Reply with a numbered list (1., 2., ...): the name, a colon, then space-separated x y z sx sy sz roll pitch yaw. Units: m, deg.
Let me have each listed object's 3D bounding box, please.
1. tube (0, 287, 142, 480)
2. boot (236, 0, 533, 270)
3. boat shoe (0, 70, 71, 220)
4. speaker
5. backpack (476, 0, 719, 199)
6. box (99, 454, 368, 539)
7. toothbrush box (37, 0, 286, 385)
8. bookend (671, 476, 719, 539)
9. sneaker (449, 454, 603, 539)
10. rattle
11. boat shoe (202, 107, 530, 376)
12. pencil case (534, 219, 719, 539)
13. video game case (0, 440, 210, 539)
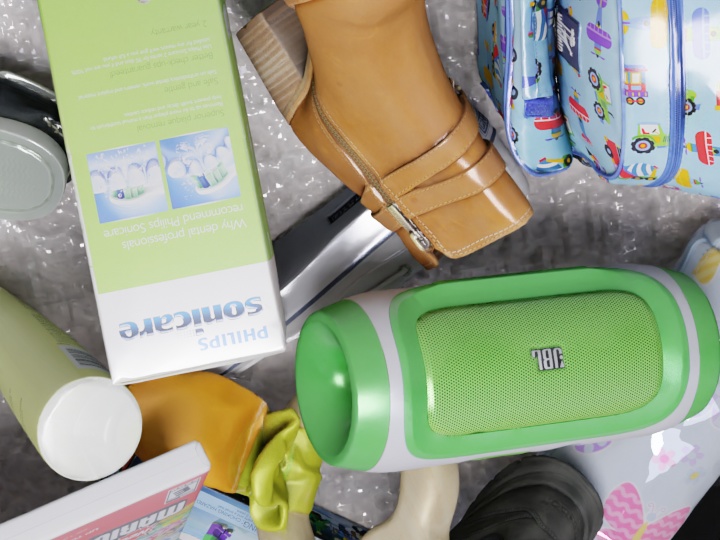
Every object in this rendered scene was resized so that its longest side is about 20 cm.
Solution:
1. tube: -0.159 0.049 1.222 0.052 0.200 0.058 1 106 -22
2. boot: 0.024 -0.078 1.152 0.077 0.200 0.156 -39 94 -28
3. boat shoe: -0.236 -0.079 1.225 0.199 0.060 0.076 20 125 -5
4. speaker: 0.073 0.046 1.215 0.199 0.088 0.089 -6 118 -24
5. backpack: 0.132 -0.120 1.173 0.134 0.200 0.184 -4 117 -5
6. box: -0.071 0.186 1.384 0.199 0.038 0.137 26 109 -18
7. toothbrush box: -0.092 -0.057 1.171 0.086 0.146 0.201 -12 94 -1
8. bookend: 0.195 0.252 1.420 0.198 0.092 0.200 -38 116 13
9. sneaker: 0.041 0.178 1.309 0.076 0.091 0.200 41 118 -1
10. rattle: -0.008 0.120 1.223 0.130 0.200 0.143 -40 140 4
11. boat shoe: 0.000 0.000 1.285 0.200 0.074 0.065 -37 110 12
12. pencil case: 0.165 0.069 1.334 0.091 0.083 0.200 34 108 -6
13. video game case: -0.151 0.144 1.224 0.142 0.200 0.018 -23 76 -17
